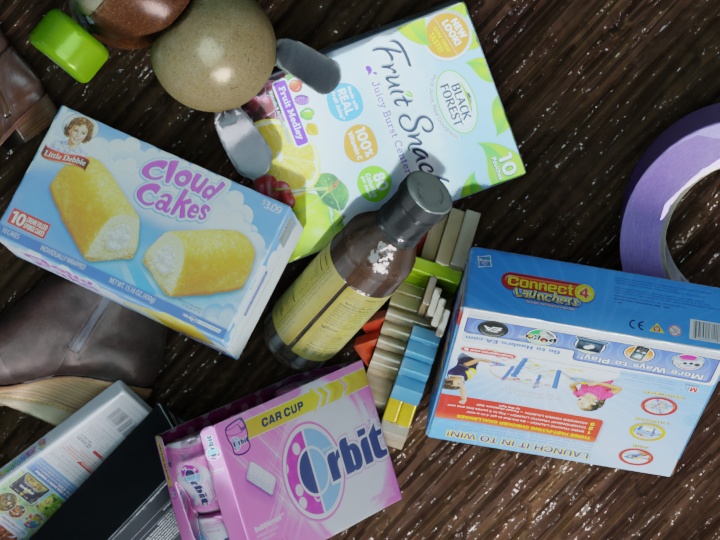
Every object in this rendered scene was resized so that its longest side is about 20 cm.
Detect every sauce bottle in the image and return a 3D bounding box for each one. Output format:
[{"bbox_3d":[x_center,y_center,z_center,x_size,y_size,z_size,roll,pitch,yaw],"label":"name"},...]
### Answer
[{"bbox_3d":[0.000,0.000,1.693,0.065,0.065,0.200,39,130,-6],"label":"sauce bottle"}]

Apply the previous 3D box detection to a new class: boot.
[{"bbox_3d":[-0.243,0.029,1.752,0.199,0.072,0.167,24,92,-6],"label":"boot"},{"bbox_3d":[-0.336,-0.158,1.671,0.064,0.186,0.200,-19,107,44],"label":"boot"}]

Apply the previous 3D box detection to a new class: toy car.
[{"bbox_3d":[-0.117,-0.171,1.663,0.200,0.158,0.164,39,89,-10],"label":"toy car"}]

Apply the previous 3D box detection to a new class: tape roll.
[{"bbox_3d":[0.297,-0.026,1.714,0.199,0.066,0.201,2,108,8],"label":"tape roll"}]

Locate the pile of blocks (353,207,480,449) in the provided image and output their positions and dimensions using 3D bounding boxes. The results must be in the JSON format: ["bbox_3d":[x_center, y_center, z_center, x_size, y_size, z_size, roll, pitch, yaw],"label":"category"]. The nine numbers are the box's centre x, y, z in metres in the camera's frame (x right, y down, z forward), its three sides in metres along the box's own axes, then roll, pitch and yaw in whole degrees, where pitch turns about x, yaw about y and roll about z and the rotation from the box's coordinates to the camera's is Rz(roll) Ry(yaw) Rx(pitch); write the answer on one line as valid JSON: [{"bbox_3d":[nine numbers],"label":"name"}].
[{"bbox_3d":[0.033,0.040,1.736,0.062,0.082,0.201,17,100,0],"label":"pile of blocks"}]

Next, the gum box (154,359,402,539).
[{"bbox_3d":[-0.063,0.150,1.681,0.066,0.200,0.114,-13,95,37],"label":"gum box"}]

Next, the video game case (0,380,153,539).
[{"bbox_3d":[-0.224,0.185,1.760,0.200,0.018,0.143,-37,132,6],"label":"video game case"}]

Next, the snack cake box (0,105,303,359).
[{"bbox_3d":[-0.158,-0.029,1.688,0.199,0.067,0.115,24,80,13],"label":"snack cake box"}]

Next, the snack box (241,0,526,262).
[{"bbox_3d":[0.010,-0.108,1.722,0.199,0.053,0.143,-20,101,5],"label":"snack box"}]

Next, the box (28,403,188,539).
[{"bbox_3d":[-0.166,0.221,1.744,0.200,0.079,0.141,-46,128,8],"label":"box"}]

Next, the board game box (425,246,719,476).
[{"bbox_3d":[0.161,0.072,1.692,0.199,0.196,0.056,10,57,-2],"label":"board game box"}]
